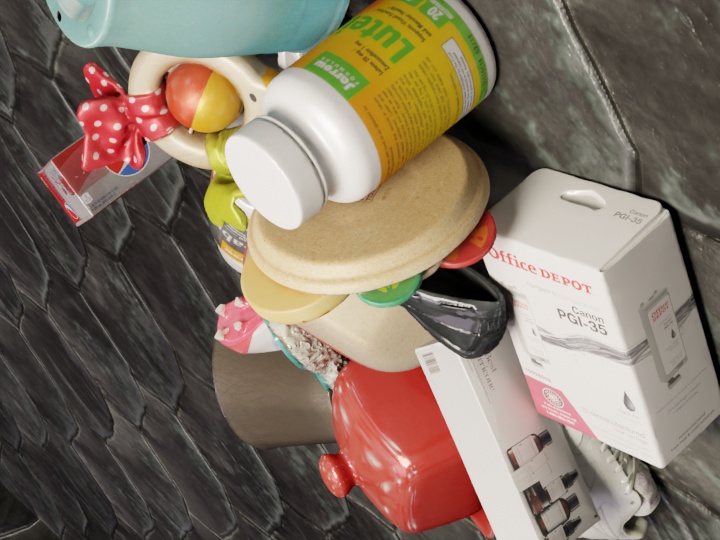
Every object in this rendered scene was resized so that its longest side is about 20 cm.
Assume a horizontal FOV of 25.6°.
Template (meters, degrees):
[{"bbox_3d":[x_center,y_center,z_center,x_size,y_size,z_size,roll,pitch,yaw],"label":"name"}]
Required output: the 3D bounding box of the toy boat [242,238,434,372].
[{"bbox_3d":[0.000,0.000,1.392,0.200,0.131,0.131,32,-170,-3],"label":"toy boat"}]

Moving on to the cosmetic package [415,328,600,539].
[{"bbox_3d":[0.125,0.138,1.327,0.051,0.082,0.201,-21,94,45],"label":"cosmetic package"}]

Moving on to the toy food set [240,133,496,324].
[{"bbox_3d":[0.008,-0.041,1.215,0.197,0.200,0.049,-7,129,16],"label":"toy food set"}]

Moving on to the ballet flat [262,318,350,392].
[{"bbox_3d":[-0.037,0.060,1.470,0.072,0.072,0.200,42,176,18],"label":"ballet flat"}]

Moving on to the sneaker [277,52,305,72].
[{"bbox_3d":[0.007,-0.136,1.325,0.082,0.075,0.200,9,145,48],"label":"sneaker"}]

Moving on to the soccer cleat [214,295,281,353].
[{"bbox_3d":[-0.061,0.040,1.581,0.199,0.067,0.076,-21,150,38],"label":"soccer cleat"}]

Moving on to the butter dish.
[{"bbox_3d":[0.030,0.162,1.476,0.200,0.147,0.200,54,160,30],"label":"butter dish"}]

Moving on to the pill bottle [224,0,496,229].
[{"bbox_3d":[-0.002,-0.121,1.185,0.111,0.200,0.111,38,153,23],"label":"pill bottle"}]

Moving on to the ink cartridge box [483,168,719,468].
[{"bbox_3d":[0.184,0.036,1.230,0.146,0.083,0.201,23,144,48],"label":"ink cartridge box"}]

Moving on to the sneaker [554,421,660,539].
[{"bbox_3d":[0.217,0.163,1.399,0.099,0.075,0.201,9,135,22],"label":"sneaker"}]

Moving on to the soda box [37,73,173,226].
[{"bbox_3d":[-0.211,-0.130,1.535,0.070,0.200,0.063,54,156,-8],"label":"soda box"}]

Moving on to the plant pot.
[{"bbox_3d":[-0.135,-0.245,1.181,0.200,0.187,0.201,32,131,47],"label":"plant pot"}]

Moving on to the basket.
[{"bbox_3d":[-0.048,0.115,1.688,0.200,0.136,0.181,4,107,53],"label":"basket"}]

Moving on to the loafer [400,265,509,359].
[{"bbox_3d":[0.034,-0.008,1.262,0.200,0.068,0.071,34,142,20],"label":"loafer"}]

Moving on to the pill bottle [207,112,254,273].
[{"bbox_3d":[-0.086,-0.067,1.504,0.116,0.116,0.200,46,161,9],"label":"pill bottle"}]

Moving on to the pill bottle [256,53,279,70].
[{"bbox_3d":[-0.142,-0.241,1.365,0.200,0.112,0.112,52,156,-3],"label":"pill bottle"}]

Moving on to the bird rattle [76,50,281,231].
[{"bbox_3d":[-0.139,-0.136,1.326,0.200,0.113,0.163,33,130,6],"label":"bird rattle"}]
